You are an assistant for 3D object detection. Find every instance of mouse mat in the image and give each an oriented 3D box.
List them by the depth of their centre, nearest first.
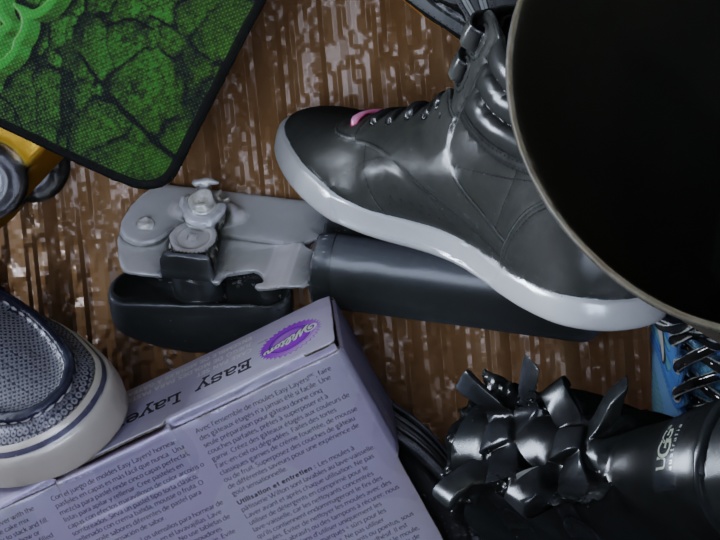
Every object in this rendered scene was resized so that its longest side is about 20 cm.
[{"bbox_3d":[-0.105,-0.128,0.904,0.161,0.008,0.200,25,125,-8],"label":"mouse mat"}]

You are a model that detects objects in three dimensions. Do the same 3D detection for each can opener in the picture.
[{"bbox_3d":[0.000,0.000,1.003,0.200,0.053,0.067,4,133,12],"label":"can opener"}]

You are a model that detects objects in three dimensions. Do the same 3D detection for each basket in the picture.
[{"bbox_3d":[0.160,-0.022,0.826,0.136,0.200,0.180,-46,54,7],"label":"basket"}]

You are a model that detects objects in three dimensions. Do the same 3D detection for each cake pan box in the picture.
[{"bbox_3d":[-0.050,0.127,0.985,0.200,0.052,0.184,-27,116,8],"label":"cake pan box"}]

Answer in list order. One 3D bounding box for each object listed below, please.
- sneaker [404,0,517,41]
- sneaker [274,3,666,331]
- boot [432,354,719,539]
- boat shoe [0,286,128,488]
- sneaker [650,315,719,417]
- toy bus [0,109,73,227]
[{"bbox_3d":[0.034,-0.136,0.936,0.077,0.078,0.200,-23,116,25],"label":"sneaker"},{"bbox_3d":[0.041,-0.056,0.928,0.200,0.071,0.099,27,120,48],"label":"sneaker"},{"bbox_3d":[0.132,0.095,0.876,0.198,0.162,0.073,34,69,-28],"label":"boot"},{"bbox_3d":[-0.179,0.014,0.967,0.200,0.075,0.093,15,146,39],"label":"boat shoe"},{"bbox_3d":[0.123,0.016,0.944,0.078,0.090,0.201,1,95,38],"label":"sneaker"},{"bbox_3d":[-0.108,-0.103,0.993,0.078,0.065,0.200,45,104,2],"label":"toy bus"}]
